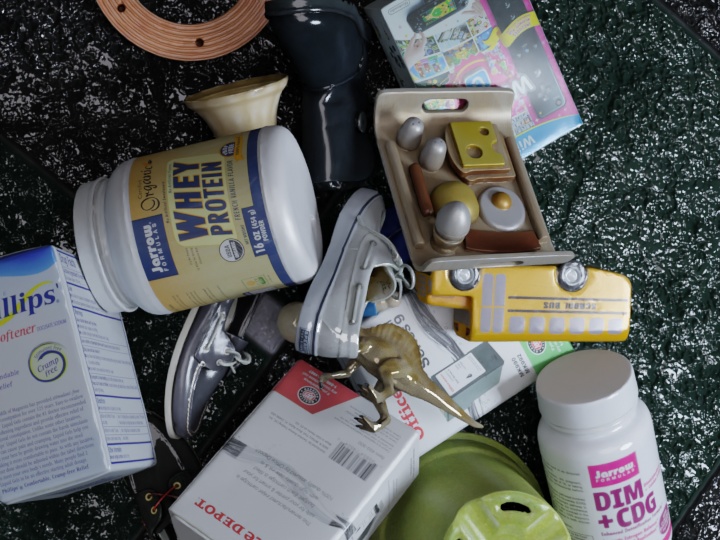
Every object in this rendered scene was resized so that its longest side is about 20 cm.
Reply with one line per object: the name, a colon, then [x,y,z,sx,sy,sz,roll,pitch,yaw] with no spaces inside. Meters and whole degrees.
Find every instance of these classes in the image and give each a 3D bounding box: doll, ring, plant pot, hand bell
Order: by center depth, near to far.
plant pot: [0.114,0.264,1.373,0.198,0.184,0.203,0,90,-11]
doll: [0.000,0.000,1.396,0.199,0.136,0.049,-37,136,-15]
hand bell: [-0.098,-0.080,1.399,0.103,0.104,0.202,-16,105,-11]
ring: [-0.170,-0.306,1.408,0.198,0.019,0.203,0,90,-11]

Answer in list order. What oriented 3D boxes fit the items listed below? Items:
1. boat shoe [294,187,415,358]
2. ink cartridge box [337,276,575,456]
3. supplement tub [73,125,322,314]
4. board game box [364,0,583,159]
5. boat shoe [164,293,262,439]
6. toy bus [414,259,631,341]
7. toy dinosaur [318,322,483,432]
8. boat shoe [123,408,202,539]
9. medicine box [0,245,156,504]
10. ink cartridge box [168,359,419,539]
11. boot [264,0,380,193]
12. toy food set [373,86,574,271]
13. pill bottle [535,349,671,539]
boat shoe: [0.009,0.004,1.306,0.085,0.075,0.203,13,42,9]
ink cartridge box: [0.087,0.073,1.420,0.199,0.084,0.147,-32,97,-10]
supplement tub: [-0.145,-0.041,1.301,0.198,0.144,0.146,-13,92,9]
board game box: [0.113,-0.202,1.421,0.147,0.064,0.201,-30,108,-10]
boat shoe: [-0.135,0.068,1.376,0.062,0.073,0.202,14,82,13]
toy bus: [0.152,0.025,1.357,0.197,0.065,0.079,0,97,-14]
toy dinosaur: [0.028,0.094,1.310,0.199,0.058,0.101,38,50,3]
boat shoe: [-0.176,0.225,1.379,0.073,0.063,0.203,-26,93,-8]
medicine box: [-0.269,0.094,1.279,0.102,0.182,0.202,-17,83,3]
ink cartridge box: [-0.058,0.206,1.332,0.146,0.083,0.200,30,60,22]
boot: [-0.032,-0.159,1.351,0.075,0.200,0.170,-2,87,16]
toy food set: [0.103,-0.087,1.324,0.142,0.061,0.202,-3,57,-17]
pill bottle: [0.235,0.186,1.401,0.112,0.113,0.202,-22,117,-11]
